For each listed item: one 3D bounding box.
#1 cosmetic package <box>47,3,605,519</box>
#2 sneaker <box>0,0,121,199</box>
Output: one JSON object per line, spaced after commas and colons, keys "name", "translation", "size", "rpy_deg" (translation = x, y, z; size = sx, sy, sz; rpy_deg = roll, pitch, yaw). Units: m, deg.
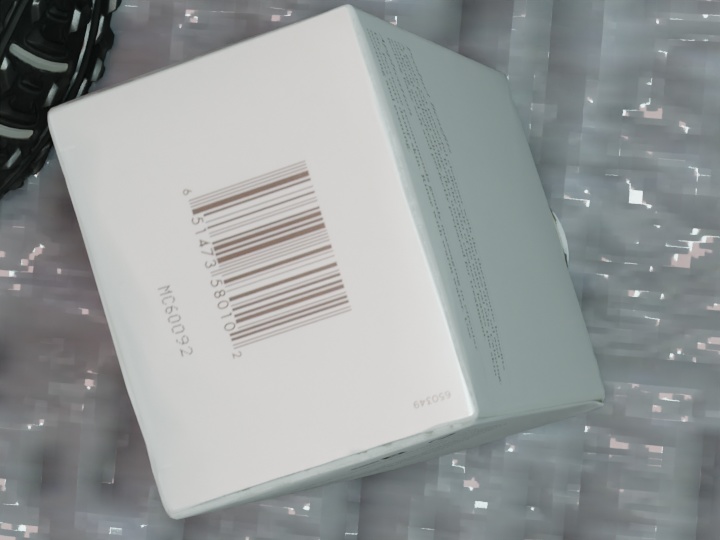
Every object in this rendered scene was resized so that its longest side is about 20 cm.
{"name": "cosmetic package", "translation": [0.000, 0.000, 0.761], "size": [0.085, 0.200, 0.108], "rpy_deg": [-19, 83, 11]}
{"name": "sneaker", "translation": [-0.116, -0.112, 0.861], "size": [0.079, 0.074, 0.200], "rpy_deg": [8, 86, 23]}
